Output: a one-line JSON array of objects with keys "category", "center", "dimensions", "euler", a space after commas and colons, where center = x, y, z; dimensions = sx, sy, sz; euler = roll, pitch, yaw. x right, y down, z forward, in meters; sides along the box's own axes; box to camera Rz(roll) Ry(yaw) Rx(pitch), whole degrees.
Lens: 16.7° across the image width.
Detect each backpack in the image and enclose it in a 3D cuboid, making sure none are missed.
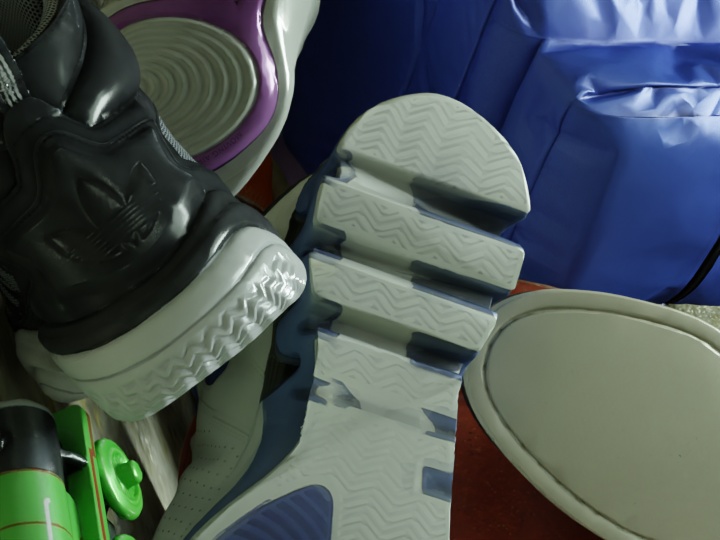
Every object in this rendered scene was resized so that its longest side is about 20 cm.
[{"category": "backpack", "center": [0.098, -0.066, 0.892], "dimensions": [0.168, 0.200, 0.163], "euler": [58, -41, 32]}]

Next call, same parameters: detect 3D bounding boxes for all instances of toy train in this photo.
[{"category": "toy train", "center": [-0.065, 0.115, 0.568], "dimensions": [0.056, 0.042, 0.200], "euler": [48, 22, -53]}]

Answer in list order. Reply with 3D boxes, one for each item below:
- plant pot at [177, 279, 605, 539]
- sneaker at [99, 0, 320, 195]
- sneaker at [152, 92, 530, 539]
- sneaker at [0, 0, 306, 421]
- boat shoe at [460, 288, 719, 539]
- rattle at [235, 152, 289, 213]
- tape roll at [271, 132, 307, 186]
[{"category": "plant pot", "center": [0.033, 0.139, 0.793], "dimensions": [0.195, 0.200, 0.201], "euler": [-88, 162, -54]}, {"category": "sneaker", "center": [-0.042, -0.088, 0.812], "dimensions": [0.075, 0.200, 0.100], "euler": [29, 0, 2]}, {"category": "sneaker", "center": [-0.018, 0.050, 0.723], "dimensions": [0.200, 0.080, 0.115], "euler": [-70, -164, -11]}, {"category": "sneaker", "center": [-0.081, -0.027, 0.652], "dimensions": [0.114, 0.075, 0.200], "euler": [53, -10, -11]}, {"category": "boat shoe", "center": [0.108, 0.056, 0.770], "dimensions": [0.063, 0.200, 0.073], "euler": [22, -90, 66]}, {"category": "rattle", "center": [0.000, 0.000, 0.956], "dimensions": [0.200, 0.143, 0.130], "euler": [99, -9, -52]}, {"category": "tape roll", "center": [0.006, -0.105, 1.089], "dimensions": [0.200, 0.085, 0.200], "euler": [5, 90, -73]}]
